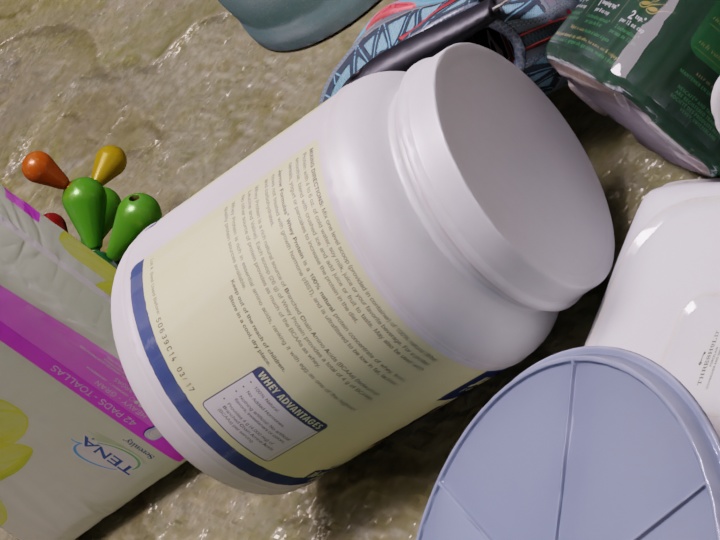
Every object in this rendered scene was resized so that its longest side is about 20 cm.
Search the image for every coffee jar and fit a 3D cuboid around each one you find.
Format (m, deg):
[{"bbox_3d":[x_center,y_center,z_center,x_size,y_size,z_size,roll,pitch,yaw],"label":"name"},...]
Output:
[{"bbox_3d":[0.177,-0.144,0.915,0.200,0.085,0.104,-52,23,2],"label":"coffee jar"}]

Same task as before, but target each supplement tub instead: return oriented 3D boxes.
[{"bbox_3d":[0.000,0.000,0.950,0.200,0.145,0.145,-33,36,31],"label":"supplement tub"}]

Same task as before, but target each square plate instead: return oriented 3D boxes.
[{"bbox_3d":[0.149,0.038,0.824,0.198,0.028,0.200,-4,56,53],"label":"square plate"}]

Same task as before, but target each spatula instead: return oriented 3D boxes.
[{"bbox_3d":[0.068,-0.130,0.931,0.200,0.021,0.057,-35,18,24],"label":"spatula"}]

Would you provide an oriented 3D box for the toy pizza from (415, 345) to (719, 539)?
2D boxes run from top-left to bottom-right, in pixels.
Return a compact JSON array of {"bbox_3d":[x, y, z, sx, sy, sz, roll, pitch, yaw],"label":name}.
[{"bbox_3d":[0.082,0.128,0.786,0.200,0.032,0.201,-27,56,51],"label":"toy pizza"}]

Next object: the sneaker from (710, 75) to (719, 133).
[{"bbox_3d":[0.227,-0.114,0.842,0.200,0.077,0.082,-34,23,8],"label":"sneaker"}]

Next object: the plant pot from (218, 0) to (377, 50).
[{"bbox_3d":[-0.047,-0.255,1.289,0.200,0.134,0.200,-35,35,29],"label":"plant pot"}]

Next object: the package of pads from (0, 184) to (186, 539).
[{"bbox_3d":[-0.184,0.053,1.093,0.154,0.200,0.068,-36,31,28],"label":"package of pads"}]

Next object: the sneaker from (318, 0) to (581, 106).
[{"bbox_3d":[0.033,-0.099,1.028,0.095,0.079,0.200,-30,4,-42],"label":"sneaker"}]

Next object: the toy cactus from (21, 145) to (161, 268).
[{"bbox_3d":[-0.172,0.022,1.225,0.165,0.102,0.200,-56,31,19],"label":"toy cactus"}]
